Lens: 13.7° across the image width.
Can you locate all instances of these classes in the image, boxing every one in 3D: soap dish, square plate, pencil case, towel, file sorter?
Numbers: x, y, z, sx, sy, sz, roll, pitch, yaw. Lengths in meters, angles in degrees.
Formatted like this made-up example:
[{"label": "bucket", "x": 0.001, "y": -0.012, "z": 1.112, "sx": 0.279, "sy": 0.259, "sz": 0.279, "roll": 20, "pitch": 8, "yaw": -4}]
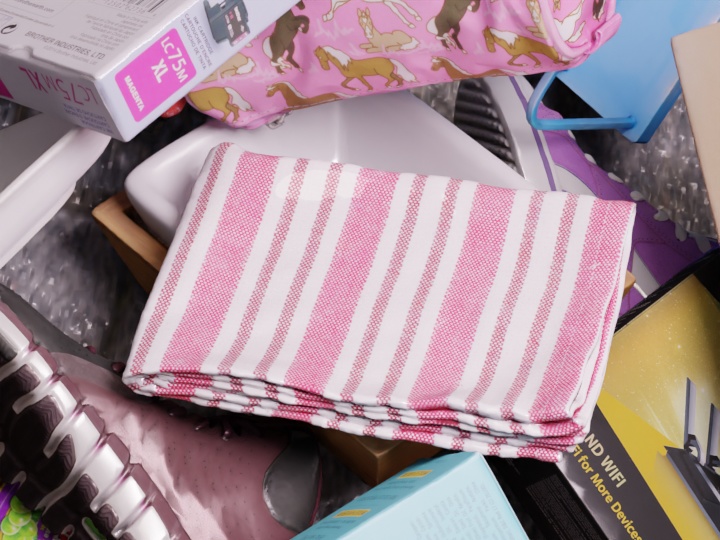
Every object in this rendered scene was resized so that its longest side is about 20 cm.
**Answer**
[{"label": "soap dish", "x": 0.000, "y": 0.000, "z": 1.368, "sx": 0.157, "sy": 0.081, "sz": 0.200, "roll": -33, "pitch": 55, "yaw": -27}, {"label": "square plate", "x": -0.204, "y": 0.006, "z": 1.298, "sx": 0.028, "sy": 0.198, "sz": 0.200, "roll": 51, "pitch": 58, "yaw": -15}, {"label": "pencil case", "x": 0.013, "y": -0.119, "z": 1.326, "sx": 0.200, "sy": 0.087, "sz": 0.083, "roll": -9, "pitch": 58, "yaw": 28}, {"label": "towel", "x": 0.010, "y": 0.007, "z": 1.285, "sx": 0.199, "sy": 0.030, "sz": 0.147, "roll": 9, "pitch": 46, "yaw": 9}, {"label": "file sorter", "x": 0.075, "y": -0.176, "z": 1.416, "sx": 0.200, "sy": 0.139, "sz": 0.123, "roll": 44, "pitch": 24, "yaw": 25}]

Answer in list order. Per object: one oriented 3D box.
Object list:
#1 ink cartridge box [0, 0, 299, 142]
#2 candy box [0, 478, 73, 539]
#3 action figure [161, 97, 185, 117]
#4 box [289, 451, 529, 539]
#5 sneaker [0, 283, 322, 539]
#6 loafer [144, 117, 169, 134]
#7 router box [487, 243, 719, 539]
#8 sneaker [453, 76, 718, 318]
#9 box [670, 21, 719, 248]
[{"label": "ink cartridge box", "x": -0.068, "y": -0.137, "z": 1.288, "sx": 0.200, "sy": 0.042, "sz": 0.119, "roll": -43, "pitch": 36, "yaw": -21}, {"label": "candy box", "x": -0.141, "y": 0.133, "z": 1.314, "sx": 0.102, "sy": 0.026, "sz": 0.200, "roll": 34, "pitch": 59, "yaw": 5}, {"label": "action figure", "x": -0.132, "y": -0.158, "z": 1.352, "sx": 0.065, "sy": 0.052, "sz": 0.200, "roll": -31, "pitch": 101, "yaw": -6}, {"label": "box", "x": -0.033, "y": 0.145, "z": 1.217, "sx": 0.200, "sy": 0.082, "sz": 0.049, "roll": -30, "pitch": 93, "yaw": -17}, {"label": "sneaker", "x": -0.090, "y": 0.070, "z": 1.310, "sx": 0.115, "sy": 0.076, "sz": 0.200, "roll": -36, "pitch": 90, "yaw": -35}, {"label": "loafer", "x": -0.053, "y": -0.136, "z": 1.473, "sx": 0.063, "sy": 0.072, "sz": 0.200, "roll": 36, "pitch": 54, "yaw": -9}, {"label": "router box", "x": 0.170, "y": 0.106, "z": 1.343, "sx": 0.157, "sy": 0.052, "sz": 0.200, "roll": -36, "pitch": 91, "yaw": -28}, {"label": "sneaker", "x": 0.123, "y": -0.016, "z": 1.439, "sx": 0.114, "sy": 0.073, "sz": 0.201, "roll": -16, "pitch": 74, "yaw": -25}, {"label": "box", "x": 0.206, "y": -0.013, "z": 1.301, "sx": 0.095, "sy": 0.078, "sz": 0.201, "roll": -17, "pitch": 78, "yaw": 16}]
